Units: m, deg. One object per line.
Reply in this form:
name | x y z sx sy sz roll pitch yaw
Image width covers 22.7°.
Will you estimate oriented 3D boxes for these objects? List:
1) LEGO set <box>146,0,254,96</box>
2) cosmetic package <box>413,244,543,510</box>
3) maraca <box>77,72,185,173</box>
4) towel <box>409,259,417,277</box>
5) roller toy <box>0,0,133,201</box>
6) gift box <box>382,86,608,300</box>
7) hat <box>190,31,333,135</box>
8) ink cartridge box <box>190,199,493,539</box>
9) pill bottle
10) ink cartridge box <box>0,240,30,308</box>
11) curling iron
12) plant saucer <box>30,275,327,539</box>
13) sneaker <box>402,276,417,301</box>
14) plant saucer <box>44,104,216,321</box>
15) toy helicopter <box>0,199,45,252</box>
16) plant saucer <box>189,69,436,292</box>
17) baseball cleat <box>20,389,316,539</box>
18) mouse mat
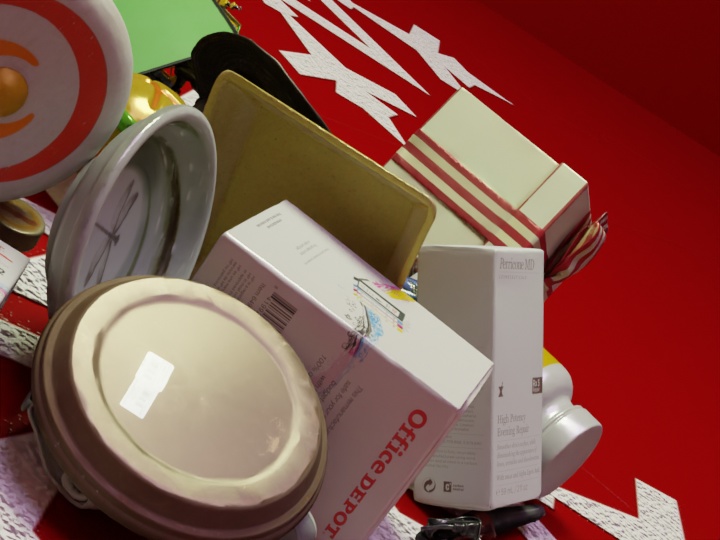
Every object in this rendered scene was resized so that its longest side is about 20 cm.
LEGO set | -0.170 -0.197 1.679 0.116 0.154 0.200 43 14 -41
cosmetic package | 0.095 0.081 1.408 0.074 0.201 0.102 2 2 28
maraca | -0.190 -0.112 1.461 0.137 0.107 0.200 41 -9 30
towel | -0.003 -0.040 1.658 0.144 0.023 0.200 46 -9 13
roller toy | -0.249 -0.144 1.176 0.199 0.183 0.140 -1 33 -23
gift box | 0.125 -0.036 1.724 0.187 0.185 0.200 41 -5 22
hat | -0.096 -0.102 1.535 0.200 0.081 0.201 36 -27 21
ink cartridge box | -0.034 0.075 1.260 0.200 0.147 0.145 38 18 5
pill bottle | 0.106 0.096 1.523 0.200 0.113 0.112 44 20 22
ink cartridge box | -0.280 0.006 1.107 0.115 0.068 0.200 33 18 -8
curling iron | 0.100 0.199 1.385 0.049 0.026 0.200 3 -2 27
plant saucer | -0.104 0.080 1.101 0.199 0.029 0.201 20 45 -21
sneaker | 0.000 0.000 1.497 0.200 0.078 0.075 22 -31 41
plant saucer | -0.165 -0.023 1.211 0.050 0.201 0.200 21 14 15
toy helicopter | -0.301 -0.084 1.285 0.200 0.079 0.132 45 25 24
plant saucer | -0.048 -0.027 1.362 0.200 0.200 0.048 34 31 15
baseball cleat | -0.124 0.134 1.111 0.200 0.070 0.107 34 34 0
mouse mat | -0.224 -0.217 1.652 0.199 0.008 0.161 -18 41 -13
